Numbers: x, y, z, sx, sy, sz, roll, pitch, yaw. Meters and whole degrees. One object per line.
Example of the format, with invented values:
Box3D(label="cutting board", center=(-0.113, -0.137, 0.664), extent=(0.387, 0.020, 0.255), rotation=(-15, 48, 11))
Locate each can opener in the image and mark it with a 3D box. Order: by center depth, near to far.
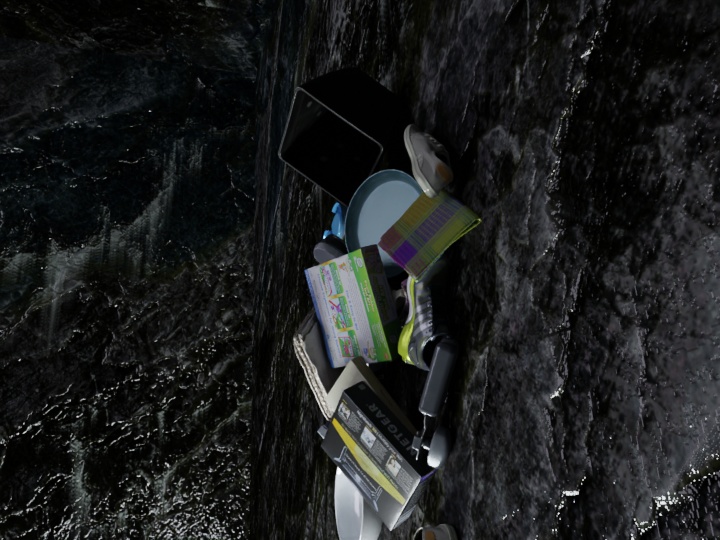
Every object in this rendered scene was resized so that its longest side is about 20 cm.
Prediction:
Box3D(label="can opener", center=(0.128, 0.208, 0.990), extent=(0.053, 0.066, 0.202), rotation=(-21, -53, -65))

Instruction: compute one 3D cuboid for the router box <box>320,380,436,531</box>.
Box3D(label="router box", center=(0.027, 0.317, 1.099), extent=(0.200, 0.052, 0.158), rotation=(44, 131, 28))

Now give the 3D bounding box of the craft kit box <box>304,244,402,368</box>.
Box3D(label="craft kit box", center=(-0.014, 0.071, 1.171), extent=(0.197, 0.048, 0.202), rotation=(-17, 88, 56))

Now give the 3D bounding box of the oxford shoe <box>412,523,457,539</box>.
Box3D(label="oxford shoe", center=(0.095, 0.456, 1.011), extent=(0.201, 0.057, 0.076), rotation=(110, 154, -46))

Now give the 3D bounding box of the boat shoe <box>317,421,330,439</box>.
Box3D(label="boat shoe", center=(-0.031, 0.322, 1.297), extent=(0.071, 0.091, 0.200), rotation=(50, 168, -4))

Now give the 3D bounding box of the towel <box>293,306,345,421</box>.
Box3D(label="towel", center=(-0.068, 0.180, 1.267), extent=(0.202, 0.034, 0.133), rotation=(69, -154, -22))

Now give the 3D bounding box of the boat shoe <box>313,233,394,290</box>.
Box3D(label="boat shoe", center=(0.000, 0.000, 1.254), extent=(0.057, 0.199, 0.069), rotation=(-53, 1, -36))

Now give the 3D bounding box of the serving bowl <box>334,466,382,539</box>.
Box3D(label="serving bowl", center=(0.004, 0.465, 1.287), extent=(0.200, 0.065, 0.203), rotation=(-176, 90, -73))

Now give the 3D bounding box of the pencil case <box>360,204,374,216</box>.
Box3D(label="pencil case", center=(0.019, -0.048, 1.313), extent=(0.091, 0.083, 0.202), rotation=(40, 127, 38))

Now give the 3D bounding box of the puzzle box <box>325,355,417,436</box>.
Box3D(label="puzzle box", center=(0.024, 0.269, 1.145), extent=(0.200, 0.025, 0.134), rotation=(51, 134, 21))

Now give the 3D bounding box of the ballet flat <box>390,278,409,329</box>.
Box3D(label="ballet flat", center=(0.064, 0.067, 1.166), extent=(0.200, 0.070, 0.070), rotation=(120, 146, -56))

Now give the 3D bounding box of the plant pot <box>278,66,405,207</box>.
Box3D(label="plant pot", center=(-0.020, -0.284, 1.282), extent=(0.178, 0.199, 0.200), rotation=(-50, -6, -35))

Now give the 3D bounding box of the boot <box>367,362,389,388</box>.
Box3D(label="boot", center=(0.028, 0.247, 1.242), extent=(0.201, 0.072, 0.152), rotation=(106, 160, -45))

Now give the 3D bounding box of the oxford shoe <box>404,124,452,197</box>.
Box3D(label="oxford shoe", center=(0.116, -0.191, 1.063), extent=(0.058, 0.075, 0.201), rotation=(-35, 31, 18))

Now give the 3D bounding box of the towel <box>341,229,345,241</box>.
Box3D(label="towel", center=(-0.033, -0.024, 1.430), extent=(0.201, 0.023, 0.154), rotation=(93, -164, -64))

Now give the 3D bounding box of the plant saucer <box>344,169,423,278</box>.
Box3D(label="plant saucer", center=(0.051, -0.085, 1.185), extent=(0.199, 0.027, 0.203), rotation=(-5, 82, 41))

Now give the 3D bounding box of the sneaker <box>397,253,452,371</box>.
Box3D(label="sneaker", center=(0.118, 0.069, 1.023), extent=(0.081, 0.073, 0.202), rotation=(31, 120, 55))

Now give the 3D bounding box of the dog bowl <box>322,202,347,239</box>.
Box3D(label="dog bowl", center=(-0.052, -0.081, 1.610), extent=(0.201, 0.049, 0.112), rotation=(113, 155, -48))

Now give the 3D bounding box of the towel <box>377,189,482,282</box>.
Box3D(label="towel", center=(0.105, -0.065, 1.030), extent=(0.144, 0.023, 0.200), rotation=(-46, 25, 3))
